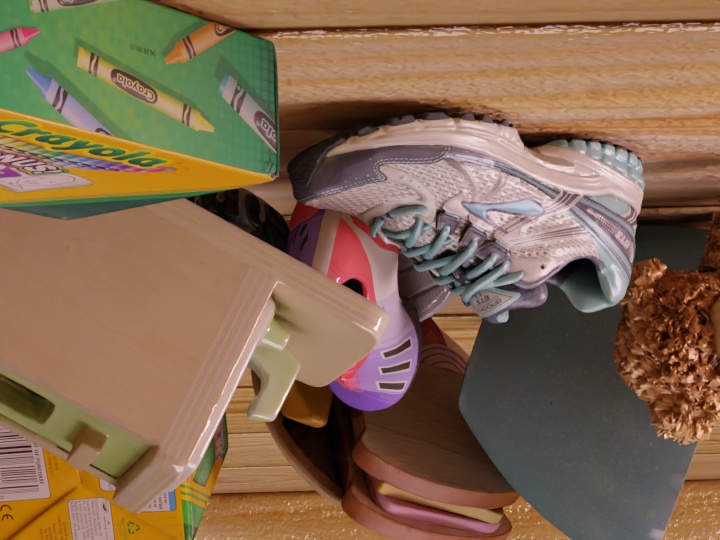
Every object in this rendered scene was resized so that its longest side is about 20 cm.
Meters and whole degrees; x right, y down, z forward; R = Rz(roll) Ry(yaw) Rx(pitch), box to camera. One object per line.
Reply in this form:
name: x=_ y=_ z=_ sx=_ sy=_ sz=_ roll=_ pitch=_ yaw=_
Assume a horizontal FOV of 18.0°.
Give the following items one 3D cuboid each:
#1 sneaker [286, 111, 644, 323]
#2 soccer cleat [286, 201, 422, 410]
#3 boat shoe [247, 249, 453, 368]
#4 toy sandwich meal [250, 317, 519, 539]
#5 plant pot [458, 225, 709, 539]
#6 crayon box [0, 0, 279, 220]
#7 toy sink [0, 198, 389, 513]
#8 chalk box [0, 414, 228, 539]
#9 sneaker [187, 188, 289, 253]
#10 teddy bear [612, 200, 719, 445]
sneaker: x=0.057 y=-0.022 z=1.063 sx=0.199 sy=0.087 sz=0.077 roll=5 pitch=168 yaw=-33
soccer cleat: x=-0.009 y=0.025 z=1.153 sx=0.068 sy=0.074 sz=0.201 roll=13 pitch=147 yaw=11
boat shoe: x=0.000 y=0.000 z=1.265 sx=0.071 sy=0.073 sz=0.199 roll=-25 pitch=-176 yaw=-41
toy sandwich meal: x=0.024 y=0.077 z=1.378 sx=0.204 sy=0.206 sz=0.070 roll=5 pitch=139 yaw=-34
plant pot: x=0.133 y=0.057 z=1.299 sx=0.134 sy=0.201 sz=0.200 roll=19 pitch=172 yaw=7
crayon box: x=-0.136 y=-0.068 z=0.855 sx=0.118 sy=0.059 sz=0.199 roll=-9 pitch=167 yaw=36
toy sink: x=-0.108 y=0.035 z=1.045 sx=0.199 sy=0.113 sz=0.130 roll=28 pitch=161 yaw=-8
chalk box: x=-0.148 y=0.073 z=1.359 sx=0.123 sy=0.125 sz=0.200 roll=-3 pitch=-162 yaw=7
sneaker: x=-0.132 y=-0.017 z=1.163 sx=0.198 sy=0.079 sz=0.090 roll=2 pitch=-172 yaw=-3
teddy bear: x=0.218 y=0.021 z=1.164 sx=0.199 sy=0.146 sz=0.067 roll=6 pitch=-170 yaw=-42
